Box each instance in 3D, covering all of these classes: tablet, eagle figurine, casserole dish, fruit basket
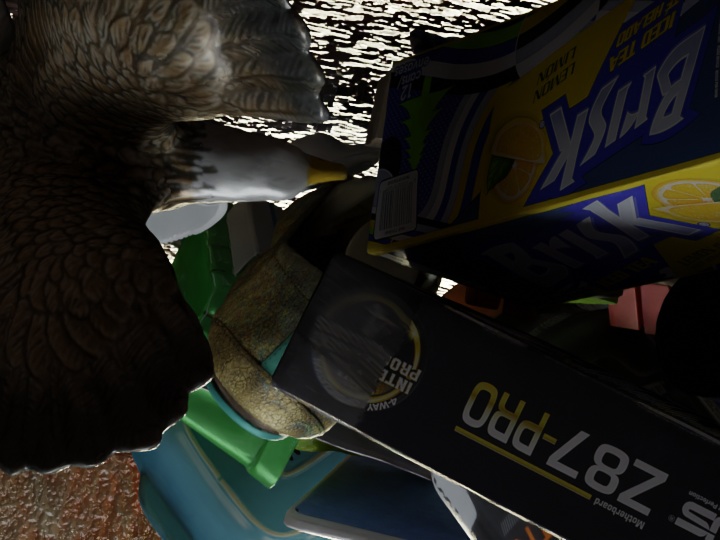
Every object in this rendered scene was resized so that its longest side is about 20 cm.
[{"bbox_3d":[0.076,0.116,1.035,0.199,0.014,0.130,12,-169,13],"label":"tablet"},{"bbox_3d":[-0.076,-0.036,0.725,0.150,0.152,0.200,-26,-175,4],"label":"eagle figurine"},{"bbox_3d":[-0.019,0.068,1.154,0.121,0.200,0.039,52,151,7],"label":"casserole dish"},{"bbox_3d":[0.009,0.040,1.069,0.199,0.094,0.185,16,-160,-12],"label":"fruit basket"}]

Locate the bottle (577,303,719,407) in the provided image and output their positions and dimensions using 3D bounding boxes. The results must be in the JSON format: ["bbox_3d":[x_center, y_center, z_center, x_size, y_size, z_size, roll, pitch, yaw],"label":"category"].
[{"bbox_3d":[0.134,0.078,0.981,0.200,0.065,0.084,41,179,27],"label":"bottle"}]

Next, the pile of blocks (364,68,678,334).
[{"bbox_3d":[0.056,-0.013,0.825,0.082,0.063,0.200,7,171,40],"label":"pile of blocks"}]

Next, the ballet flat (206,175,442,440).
[{"bbox_3d":[0.000,0.000,0.833,0.070,0.071,0.200,10,-162,10],"label":"ballet flat"}]

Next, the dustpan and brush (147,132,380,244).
[{"bbox_3d":[-0.084,-0.036,0.938,0.199,0.058,0.139,-19,160,20],"label":"dustpan and brush"}]

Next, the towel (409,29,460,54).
[{"bbox_3d":[0.128,-0.045,0.789,0.199,0.024,0.145,9,172,26],"label":"towel"}]

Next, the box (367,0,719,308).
[{"bbox_3d":[0.087,-0.040,0.655,0.070,0.065,0.200,18,162,-31],"label":"box"}]

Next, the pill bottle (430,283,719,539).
[{"bbox_3d":[0.097,0.089,0.893,0.200,0.106,0.106,52,-176,19],"label":"pill bottle"}]

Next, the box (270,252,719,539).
[{"bbox_3d":[0.078,0.058,0.721,0.161,0.049,0.200,29,-178,17],"label":"box"}]

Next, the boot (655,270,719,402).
[{"bbox_3d":[0.218,0.031,0.838,0.199,0.077,0.168,-7,162,23],"label":"boot"}]
